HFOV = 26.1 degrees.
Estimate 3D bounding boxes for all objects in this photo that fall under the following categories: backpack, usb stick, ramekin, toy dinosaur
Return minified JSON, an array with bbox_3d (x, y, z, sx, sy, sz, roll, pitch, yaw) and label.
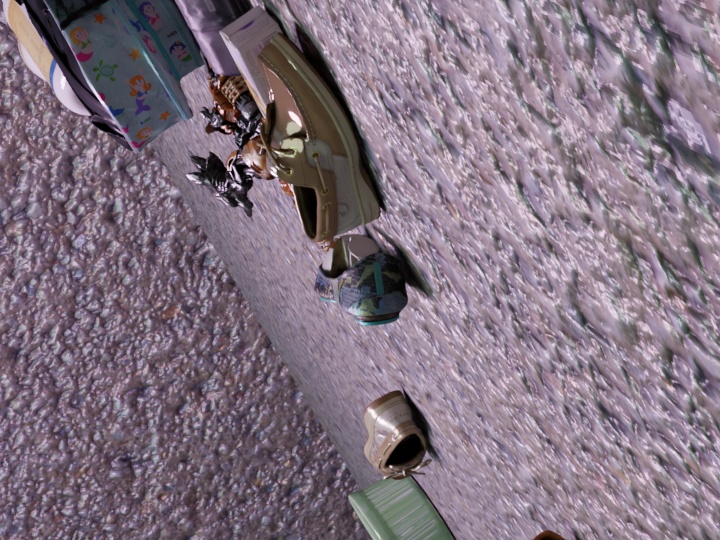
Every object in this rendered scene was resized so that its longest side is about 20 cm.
[{"bbox_3d":[-0.248,-0.230,1.613,0.201,0.150,0.178,61,178,24],"label":"backpack"},{"bbox_3d":[-0.132,-0.236,1.232,0.055,0.033,0.201,-3,135,28],"label":"usb stick"},{"bbox_3d":[0.075,0.408,2.426,0.201,0.097,0.200,55,172,11],"label":"ramekin"},{"bbox_3d":[-0.087,-0.107,1.354,0.136,0.101,0.202,148,111,-66],"label":"toy dinosaur"}]

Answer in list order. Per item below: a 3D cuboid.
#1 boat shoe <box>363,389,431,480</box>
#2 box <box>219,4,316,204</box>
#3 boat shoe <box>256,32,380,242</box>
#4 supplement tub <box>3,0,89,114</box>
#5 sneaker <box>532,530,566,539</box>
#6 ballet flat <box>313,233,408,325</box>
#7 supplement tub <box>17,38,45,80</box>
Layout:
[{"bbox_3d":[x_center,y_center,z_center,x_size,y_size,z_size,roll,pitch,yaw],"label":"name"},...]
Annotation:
[{"bbox_3d":[0.046,0.217,1.904,0.063,0.073,0.200,55,172,28],"label":"boat shoe"},{"bbox_3d":[-0.051,-0.118,1.240,0.039,0.041,0.201,49,170,49],"label":"box"},{"bbox_3d":[-0.041,-0.091,1.179,0.074,0.066,0.201,49,170,43],"label":"boat shoe"},{"bbox_3d":[-0.342,-0.303,1.879,0.201,0.144,0.145,53,172,26],"label":"supplement tub"},{"bbox_3d":[0.191,0.293,1.278,0.200,0.073,0.085,50,173,51],"label":"sneaker"},{"bbox_3d":[0.000,0.000,1.371,0.075,0.074,0.200,58,171,-13],"label":"ballet flat"},{"bbox_3d":[-0.510,-0.392,2.649,0.145,0.144,0.200,58,172,-16],"label":"supplement tub"}]
